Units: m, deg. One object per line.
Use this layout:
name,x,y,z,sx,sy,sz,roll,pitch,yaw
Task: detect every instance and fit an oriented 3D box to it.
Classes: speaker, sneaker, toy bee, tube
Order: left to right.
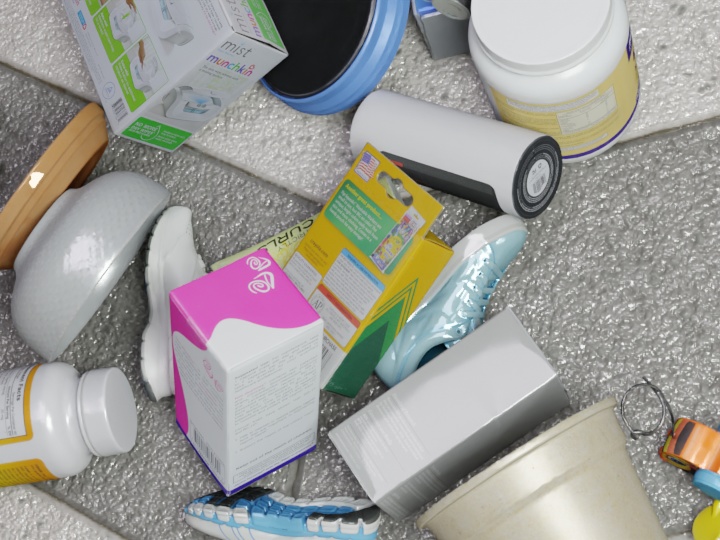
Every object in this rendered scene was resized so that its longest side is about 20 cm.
sneaker,-0.171,0.032,1.495,0.087,0.075,0.201,-1,72,-3
sneaker,-0.074,0.249,1.383,0.199,0.075,0.087,4,104,29
tube,-0.047,-0.020,1.484,0.200,0.052,0.058,-29,28,8
speaker,0.087,-0.112,1.434,0.200,0.081,0.081,21,77,36
sneaker,0.094,0.039,1.413,0.200,0.074,0.082,-46,66,8
toy bee,0.307,0.155,1.305,0.131,0.109,0.200,-39,90,-10

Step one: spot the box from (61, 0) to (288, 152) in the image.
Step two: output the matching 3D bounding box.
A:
box,-0.196,-0.257,1.551,0.176,0.097,0.200,-37,63,24

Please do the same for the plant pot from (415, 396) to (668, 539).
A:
plant pot,0.177,0.236,1.265,0.200,0.200,0.184,-32,77,2

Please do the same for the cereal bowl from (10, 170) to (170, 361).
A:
cereal bowl,-0.270,-0.017,1.453,0.083,0.200,0.200,35,82,-2

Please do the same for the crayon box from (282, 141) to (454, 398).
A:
crayon box,0.000,0.000,1.400,0.200,0.052,0.126,-56,48,11

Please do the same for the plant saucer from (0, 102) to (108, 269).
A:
plant saucer,-0.309,-0.076,1.507,0.037,0.200,0.200,36,82,-7

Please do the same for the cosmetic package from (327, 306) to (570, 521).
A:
cosmetic package,0.082,0.131,1.361,0.200,0.107,0.090,-37,66,-2

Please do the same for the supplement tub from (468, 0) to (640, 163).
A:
supplement tub,0.179,-0.199,1.402,0.145,0.200,0.146,-5,70,13

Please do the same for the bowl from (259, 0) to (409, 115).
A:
bowl,-0.036,-0.256,1.517,0.200,0.039,0.201,-11,74,43

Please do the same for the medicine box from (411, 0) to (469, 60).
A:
medicine box,0.136,-0.335,1.517,0.182,0.103,0.201,-12,69,11

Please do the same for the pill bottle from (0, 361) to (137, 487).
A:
pill bottle,-0.322,0.149,1.460,0.199,0.111,0.111,-10,68,11

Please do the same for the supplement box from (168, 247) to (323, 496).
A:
supplement box,-0.103,0.093,1.358,0.103,0.200,0.101,-27,58,-22

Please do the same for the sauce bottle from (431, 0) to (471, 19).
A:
sauce bottle,0.121,-0.331,1.428,0.065,0.065,0.201,16,75,20
